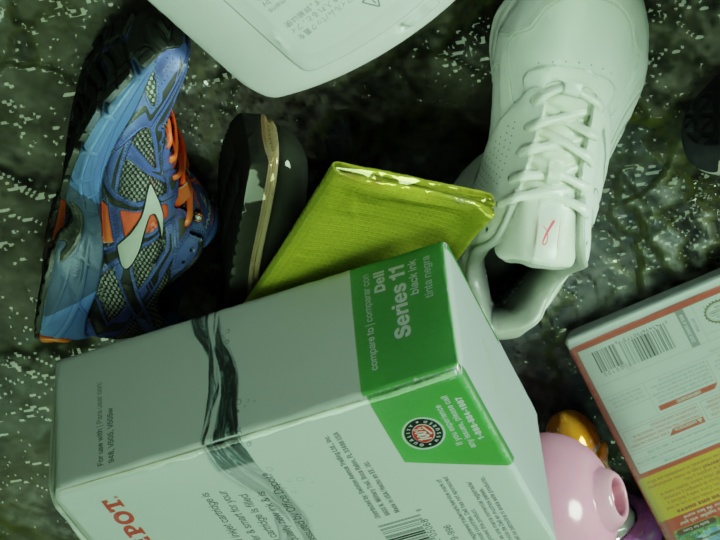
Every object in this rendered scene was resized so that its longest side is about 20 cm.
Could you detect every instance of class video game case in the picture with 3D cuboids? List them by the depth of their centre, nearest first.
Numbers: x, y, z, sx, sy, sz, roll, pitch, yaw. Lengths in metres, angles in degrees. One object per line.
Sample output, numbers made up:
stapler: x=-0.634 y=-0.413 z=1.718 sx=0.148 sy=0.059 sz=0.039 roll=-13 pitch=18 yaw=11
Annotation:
video game case: x=0.209 y=0.094 z=1.346 sx=0.143 sy=0.017 sz=0.200 roll=-24 pitch=99 yaw=23

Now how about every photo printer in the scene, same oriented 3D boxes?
photo printer: x=-0.037 y=-0.174 z=1.155 sx=0.166 sy=0.069 sz=0.200 roll=-36 pitch=121 yaw=24

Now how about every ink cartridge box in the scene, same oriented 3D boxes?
ink cartridge box: x=-0.027 y=0.085 z=1.250 sx=0.200 sy=0.083 sz=0.147 roll=-17 pitch=137 yaw=12

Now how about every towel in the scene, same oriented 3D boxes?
towel: x=-0.016 y=0.025 z=1.259 sx=0.086 sy=0.018 sz=0.200 roll=9 pitch=137 yaw=-25

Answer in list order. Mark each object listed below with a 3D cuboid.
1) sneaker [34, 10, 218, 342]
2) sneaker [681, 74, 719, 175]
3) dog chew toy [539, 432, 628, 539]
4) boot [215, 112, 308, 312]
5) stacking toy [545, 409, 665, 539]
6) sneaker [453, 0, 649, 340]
sneaker: x=-0.103 y=-0.042 z=1.263 sx=0.078 sy=0.075 sz=0.200 roll=9 pitch=137 yaw=-10
sneaker: x=0.251 y=-0.068 z=1.242 sx=0.200 sy=0.072 sz=0.083 roll=-16 pitch=128 yaw=12
dog chew toy: x=0.039 y=0.134 z=1.354 sx=0.200 sy=0.125 sz=0.125 roll=-14 pitch=128 yaw=25
boot: x=0.000 y=0.000 z=1.300 sx=0.138 sy=0.078 sz=0.200 roll=-1 pitch=142 yaw=-5
stacking toy: x=0.135 y=0.159 z=1.415 sx=0.110 sy=0.116 sz=0.200 roll=-18 pitch=115 yaw=10
sneaker: x=0.090 y=-0.048 z=1.237 sx=0.078 sy=0.099 sz=0.200 roll=7 pitch=128 yaw=-6
